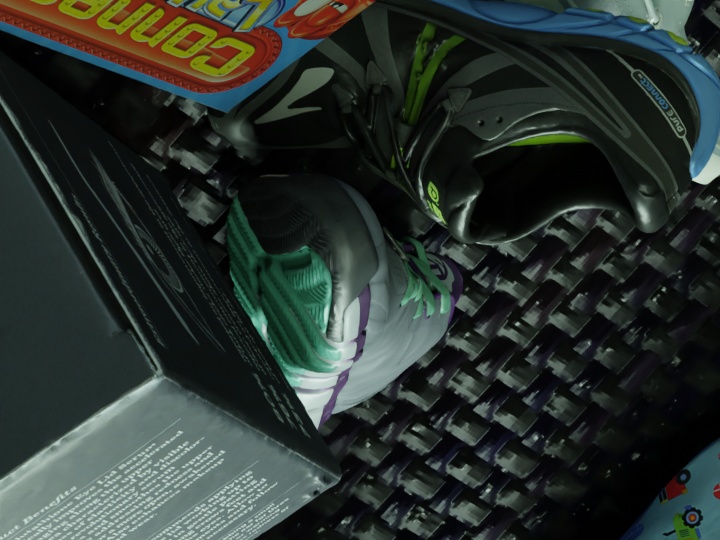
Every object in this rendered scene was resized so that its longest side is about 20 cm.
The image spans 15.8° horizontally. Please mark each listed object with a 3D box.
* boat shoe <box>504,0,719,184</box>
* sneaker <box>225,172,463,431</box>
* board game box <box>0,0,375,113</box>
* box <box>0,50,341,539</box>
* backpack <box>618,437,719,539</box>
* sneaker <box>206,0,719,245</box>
[{"bbox_3d":[0.094,-0.112,0.970,0.071,0.070,0.201,-40,123,10],"label":"boat shoe"},{"bbox_3d":[0.000,0.000,0.969,0.087,0.075,0.200,-27,167,-16],"label":"sneaker"},{"bbox_3d":[-0.039,-0.146,0.831,0.195,0.056,0.200,-35,153,24],"label":"board game box"},{"bbox_3d":[-0.108,0.025,0.880,0.104,0.148,0.200,-35,158,6],"label":"box"},{"bbox_3d":[0.178,0.176,1.139,0.182,0.135,0.200,34,102,-34],"label":"backpack"},{"bbox_3d":[0.029,-0.054,0.930,0.199,0.083,0.071,8,151,24],"label":"sneaker"}]
